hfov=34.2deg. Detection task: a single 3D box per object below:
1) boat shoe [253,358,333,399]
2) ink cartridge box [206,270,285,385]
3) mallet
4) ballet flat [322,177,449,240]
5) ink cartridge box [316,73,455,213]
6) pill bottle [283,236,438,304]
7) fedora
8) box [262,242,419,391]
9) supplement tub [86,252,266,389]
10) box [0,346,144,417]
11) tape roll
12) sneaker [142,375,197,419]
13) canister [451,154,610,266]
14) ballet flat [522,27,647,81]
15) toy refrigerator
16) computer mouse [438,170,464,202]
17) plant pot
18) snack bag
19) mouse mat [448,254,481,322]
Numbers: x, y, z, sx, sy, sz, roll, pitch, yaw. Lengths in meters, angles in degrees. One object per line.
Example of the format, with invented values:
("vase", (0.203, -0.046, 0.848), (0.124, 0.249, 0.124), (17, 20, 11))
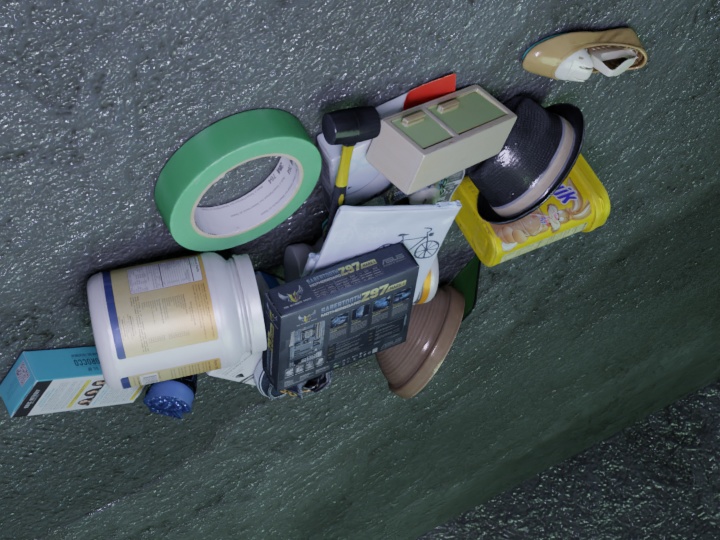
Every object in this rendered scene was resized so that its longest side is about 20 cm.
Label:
("boat shoe", (-0.096, 0.151, 1.656), (0.071, 0.091, 0.201), (-18, 154, -25))
("ink cartridge box", (-0.135, 0.092, 1.715), (0.146, 0.086, 0.200), (-39, 153, 14))
("mallet", (-0.031, -0.109, 1.412), (0.066, 0.041, 0.201), (-6, 133, -30))
("ballet flat", (0.047, -0.074, 1.536), (0.199, 0.074, 0.074), (-30, 156, -4))
("ink cartridge box", (0.043, -0.155, 1.510), (0.199, 0.047, 0.160), (-25, 154, -10))
("pill bottle", (0.000, 0.000, 1.637), (0.199, 0.117, 0.117), (-7, 149, -16))
("fedora", (0.210, -0.165, 1.600), (0.091, 0.201, 0.200), (35, 114, -28))
("box", (-0.027, 0.060, 1.498), (0.199, 0.051, 0.158), (-21, 145, -22))
("supplement tub", (-0.223, 0.058, 1.431), (0.199, 0.145, 0.145), (-11, 151, -10))
("box", (-0.375, 0.145, 1.572), (0.199, 0.049, 0.082), (-1, 140, -49))
("tape roll", (-0.144, -0.104, 1.387), (0.200, 0.048, 0.201), (-26, 156, -13))
("sneaker", (-0.264, 0.159, 1.646), (0.070, 0.078, 0.200), (15, 165, -10))
("canister", (0.246, -0.100, 1.732), (0.199, 0.149, 0.087), (-21, 154, -19))
("ballet flat", (0.306, -0.284, 1.561), (0.199, 0.063, 0.069), (-17, 151, -30))
("toy refrigerator", (0.105, -0.169, 1.465), (0.200, 0.076, 0.070), (-26, 150, -43))
("computer mouse", (0.097, -0.111, 1.667), (0.109, 0.044, 0.200), (-16, 157, -20))
("plant pot", (0.080, 0.102, 1.924), (0.092, 0.201, 0.201), (28, 128, -12))
("snack bag", (0.017, -0.017, 1.509), (0.188, 0.021, 0.201), (-4, 138, -29))
("mouse mat", (0.143, 0.072, 1.965), (0.008, 0.161, 0.200), (29, 127, -11))
